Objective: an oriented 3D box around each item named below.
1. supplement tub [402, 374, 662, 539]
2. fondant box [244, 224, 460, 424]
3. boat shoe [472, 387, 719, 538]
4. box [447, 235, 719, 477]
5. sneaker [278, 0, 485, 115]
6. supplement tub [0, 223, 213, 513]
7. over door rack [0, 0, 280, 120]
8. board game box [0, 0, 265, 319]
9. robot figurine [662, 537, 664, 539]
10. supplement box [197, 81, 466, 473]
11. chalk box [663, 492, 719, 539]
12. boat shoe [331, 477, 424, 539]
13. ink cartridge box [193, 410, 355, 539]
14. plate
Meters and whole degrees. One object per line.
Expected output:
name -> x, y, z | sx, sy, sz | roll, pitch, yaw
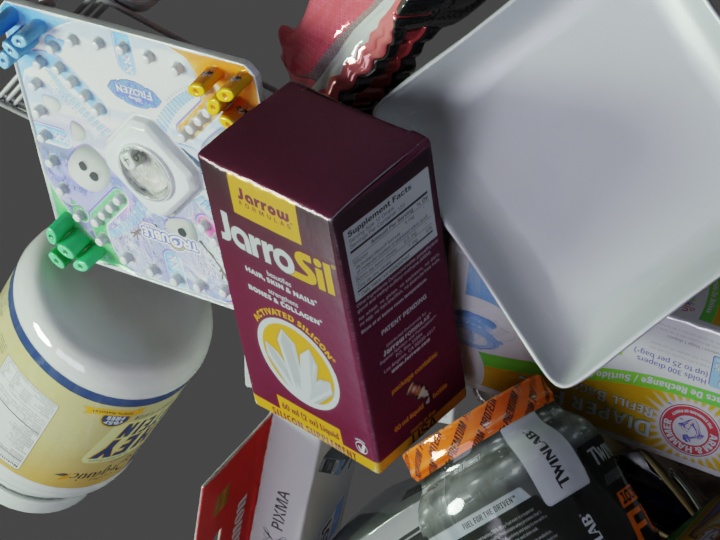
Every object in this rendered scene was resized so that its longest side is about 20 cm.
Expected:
supplement tub -> 0.114, 0.170, 1.322 | 0.122, 0.122, 0.201 | -35, 82, 44
fondant box -> 0.000, 0.000, 1.444 | 0.143, 0.058, 0.201 | 10, 133, 9
boat shoe -> 0.154, 0.111, 1.453 | 0.199, 0.072, 0.073 | 27, 131, 10
box -> 0.158, 0.026, 1.365 | 0.199, 0.101, 0.113 | 19, 132, 19
sneaker -> 0.012, -0.167, 1.327 | 0.200, 0.073, 0.087 | -47, 66, 35
supplement tub -> -0.202, 0.070, 1.593 | 0.144, 0.145, 0.200 | 38, 135, 0
over door rack -> -0.130, -0.116, 1.467 | 0.199, 0.067, 0.148 | 35, 137, -17
board game box -> -0.134, -0.060, 1.406 | 0.199, 0.026, 0.201 | 17, 135, 30
robot figurine -> 0.186, 0.229, 1.503 | 0.199, 0.058, 0.145 | 33, 101, -11
supplement box -> -0.014, 0.005, 1.326 | 0.110, 0.086, 0.201 | 26, 142, 36
chalk box -> 0.297, 0.155, 1.332 | 0.125, 0.200, 0.124 | 51, 177, -6
boat shoe -> 0.049, 0.180, 1.576 | 0.064, 0.071, 0.200 | 49, 132, -9
ink cartridge box -> -0.057, 0.168, 1.558 | 0.044, 0.176, 0.201 | 24, 134, 14
plate -> 0.137, -0.068, 1.277 | 0.199, 0.032, 0.201 | -37, 80, 16
